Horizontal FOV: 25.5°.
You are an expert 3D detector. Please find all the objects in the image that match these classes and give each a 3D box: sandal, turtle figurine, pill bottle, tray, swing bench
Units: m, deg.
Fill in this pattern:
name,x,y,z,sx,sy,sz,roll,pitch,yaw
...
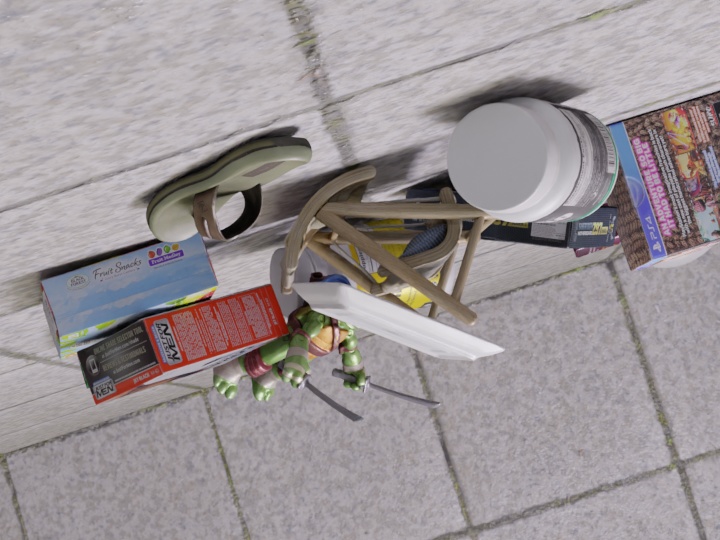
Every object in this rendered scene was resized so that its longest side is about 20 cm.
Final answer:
name,x,y,z,sx,sy,sz,roll,pitch,yaw
sandal,-0.113,-0.057,1.330,0.080,0.058,0.201,-12,171,-41
turtle figurine,-0.055,0.118,1.748,0.193,0.200,0.144,-22,-168,34
pill bottle,0.158,-0.100,1.458,0.113,0.114,0.200,-21,172,24
pill bottle,0.000,0.000,1.855,0.199,0.112,0.111,-9,170,-24
tray,0.035,0.053,1.560,0.199,0.022,0.107,22,168,-28
swing bench,0.025,-0.021,1.606,0.199,0.130,0.199,18,172,-2

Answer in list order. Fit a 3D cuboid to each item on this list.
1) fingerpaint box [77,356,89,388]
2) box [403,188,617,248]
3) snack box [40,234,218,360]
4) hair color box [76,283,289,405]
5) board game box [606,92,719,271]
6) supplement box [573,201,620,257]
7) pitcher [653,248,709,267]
name,x,y,z,sx,sy,sz,roll,pitch,yaw
fingerpaint box,-0.276,0.087,2.025,0.166,0.074,0.200,-16,173,-14
box,0.170,-0.059,1.779,0.199,0.051,0.158,8,-175,27
snack box,-0.243,0.029,1.650,0.168,0.068,0.200,-18,173,-14
hair color box,-0.181,0.075,1.650,0.111,0.064,0.200,-25,173,38
board game box,0.385,-0.107,1.809,0.199,0.160,0.097,-16,174,-7
supplement box,0.344,-0.101,1.963,0.199,0.111,0.086,-18,173,5
pitcher,0.560,-0.094,2.663,0.200,0.121,0.172,-31,-174,14
